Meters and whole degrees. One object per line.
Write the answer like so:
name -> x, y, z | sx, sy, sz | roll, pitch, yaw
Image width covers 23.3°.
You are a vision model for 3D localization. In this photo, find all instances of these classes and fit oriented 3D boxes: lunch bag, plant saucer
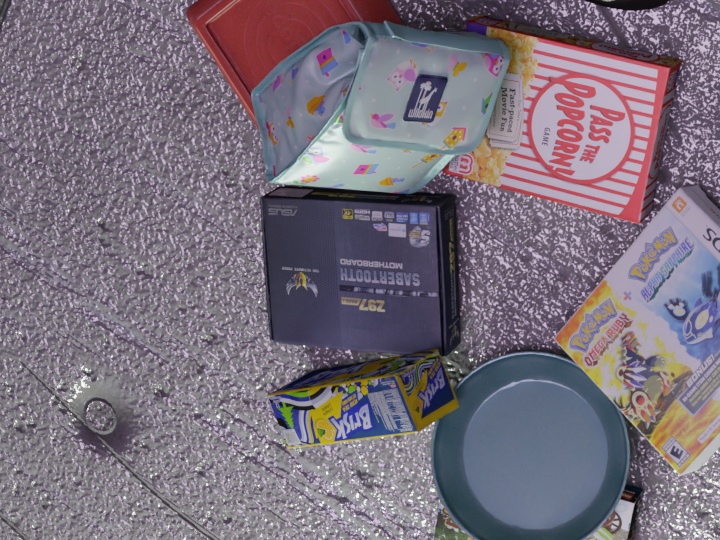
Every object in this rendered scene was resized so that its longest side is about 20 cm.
lunch bag -> 0.021, -0.157, 1.594 | 0.200, 0.170, 0.122 | -37, 57, 48
plant saucer -> -0.061, -0.225, 1.729 | 0.200, 0.037, 0.200 | -33, 91, 28
plant saucer -> 0.169, 0.181, 1.717 | 0.199, 0.036, 0.201 | -3, 81, 18

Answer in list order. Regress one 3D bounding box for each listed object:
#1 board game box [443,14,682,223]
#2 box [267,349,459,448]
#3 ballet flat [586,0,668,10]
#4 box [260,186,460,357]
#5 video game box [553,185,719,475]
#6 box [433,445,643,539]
board game box -> 0.187, -0.143, 1.633 | 0.199, 0.046, 0.152 | 15, 112, 20
box -> 0.000, 0.131, 1.760 | 0.200, 0.070, 0.065 | -12, 101, 47
ballet flat -> 0.187, -0.284, 1.577 | 0.199, 0.068, 0.068 | 26, 114, 15
box -> 0.000, 0.000, 1.762 | 0.199, 0.051, 0.158 | 5, 109, 24
video game box -> 0.303, 0.055, 1.611 | 0.182, 0.047, 0.200 | 49, 118, 24
box -> 0.176, 0.260, 1.768 | 0.199, 0.038, 0.137 | 15, 111, 20
